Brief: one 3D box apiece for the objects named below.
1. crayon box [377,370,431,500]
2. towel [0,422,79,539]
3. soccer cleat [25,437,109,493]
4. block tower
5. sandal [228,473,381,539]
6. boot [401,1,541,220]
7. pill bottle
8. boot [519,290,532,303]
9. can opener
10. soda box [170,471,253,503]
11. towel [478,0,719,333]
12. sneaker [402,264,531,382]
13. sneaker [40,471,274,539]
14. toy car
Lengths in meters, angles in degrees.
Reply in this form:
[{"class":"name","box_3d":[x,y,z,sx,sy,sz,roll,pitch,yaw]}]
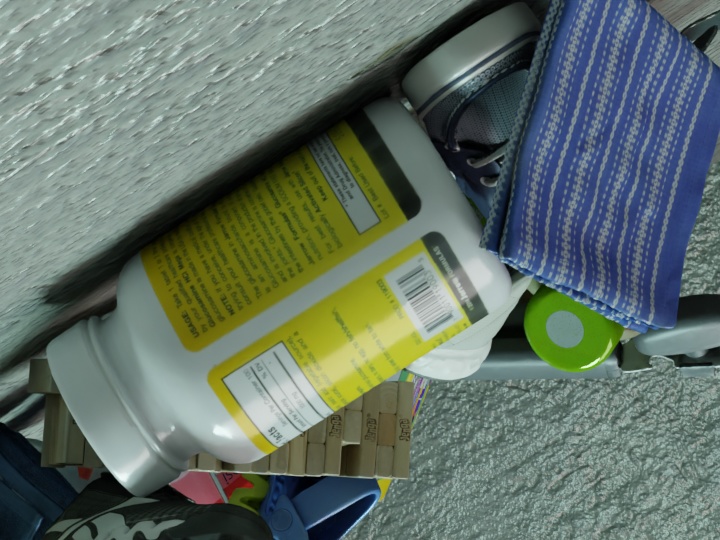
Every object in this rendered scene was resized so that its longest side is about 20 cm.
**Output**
[{"class":"crayon box","box_3d":[0.018,0.052,1.173,0.173,0.058,0.201,38,73,-82]},{"class":"towel","box_3d":[-0.233,0.192,1.016,0.201,0.111,0.048,-58,145,4]},{"class":"soccer cleat","box_3d":[-0.150,0.141,1.065,0.199,0.070,0.077,15,177,45]},{"class":"block tower","box_3d":[-0.073,0.080,0.940,0.199,0.058,0.054,7,172,-23]},{"class":"sandal","box_3d":[-0.024,0.117,1.032,0.079,0.086,0.201,35,70,-63]},{"class":"boot","box_3d":[0.074,-0.063,0.862,0.072,0.091,0.200,-32,174,3]},{"class":"pill bottle","box_3d":[-0.039,0.017,0.828,0.199,0.113,0.112,-32,174,1]},{"class":"boot","box_3d":[0.150,-0.057,1.223,0.201,0.076,0.155,-67,167,21]},{"class":"can opener","box_3d":[0.148,0.034,1.133,0.198,0.054,0.067,-2,146,17]},{"class":"soda box","box_3d":[-0.133,0.127,1.207,0.070,0.064,0.199,-34,-169,-37]},{"class":"towel","box_3d":[0.125,-0.054,0.848,0.024,0.146,0.200,14,176,31]},{"class":"sneaker","box_3d":[0.000,0.000,0.933,0.199,0.076,0.092,5,139,-33]},{"class":"sneaker","box_3d":[-0.107,0.130,0.873,0.199,0.066,0.091,-26,-150,44]},{"class":"toy car","box_3d":[0.155,-0.071,1.022,0.200,0.158,0.164,-50,176,31]}]
